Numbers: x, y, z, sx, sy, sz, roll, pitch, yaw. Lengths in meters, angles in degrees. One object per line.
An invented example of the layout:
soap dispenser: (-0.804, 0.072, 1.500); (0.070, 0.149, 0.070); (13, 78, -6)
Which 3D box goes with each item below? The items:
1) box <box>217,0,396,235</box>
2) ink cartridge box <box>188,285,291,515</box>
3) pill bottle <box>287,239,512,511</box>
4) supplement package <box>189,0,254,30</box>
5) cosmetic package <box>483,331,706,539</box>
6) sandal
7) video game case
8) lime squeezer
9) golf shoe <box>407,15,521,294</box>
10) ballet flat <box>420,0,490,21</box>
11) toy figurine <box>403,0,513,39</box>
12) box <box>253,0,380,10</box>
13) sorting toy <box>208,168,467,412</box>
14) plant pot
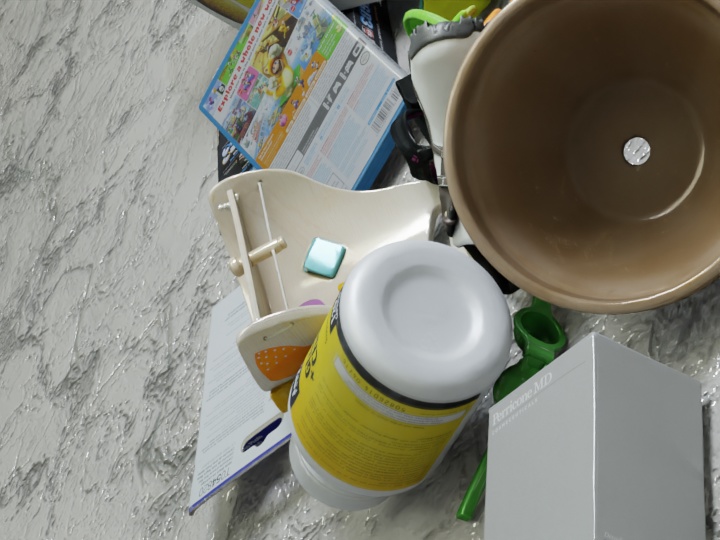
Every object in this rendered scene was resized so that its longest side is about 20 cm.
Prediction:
box: (-0.049, -0.145, 1.829); (0.200, 0.050, 0.199); (-48, 30, 28)
ink cartridge box: (-0.055, 0.070, 1.642); (0.199, 0.040, 0.201); (-38, 36, 41)
pill bottle: (0.017, 0.076, 1.383); (0.200, 0.111, 0.113); (118, 164, -54)
supplement package: (-0.115, -0.303, 1.928); (0.114, 0.199, 0.110); (-26, 43, 53)
cosmetic package: (0.126, 0.148, 1.175); (0.107, 0.090, 0.201); (-42, 35, 42)
sandal: (0.049, -0.092, 1.546); (0.048, 0.076, 0.200); (-30, 14, 0)
video game case: (-0.043, -0.137, 1.726); (0.200, 0.018, 0.144); (46, 114, 38)
lime squeezer: (0.106, 0.060, 1.370); (0.071, 0.038, 0.201); (93, -166, -70)
golf shoe: (0.080, -0.069, 1.343); (0.077, 0.200, 0.095); (-10, 47, 16)
ballet flat: (0.107, -0.270, 1.645); (0.067, 0.067, 0.201); (11, 74, 46)
toy figurine: (0.140, -0.188, 1.469); (0.184, 0.150, 0.200); (-51, 0, -6)
box: (0.011, -0.276, 1.778); (0.199, 0.048, 0.122); (-8, 48, 40)
sorting toy: (0.000, 0.000, 1.511); (0.179, 0.107, 0.200); (-20, 33, 3)
plant pot: (0.155, -0.074, 1.276); (0.202, 0.200, 0.093); (-60, -15, 7)
